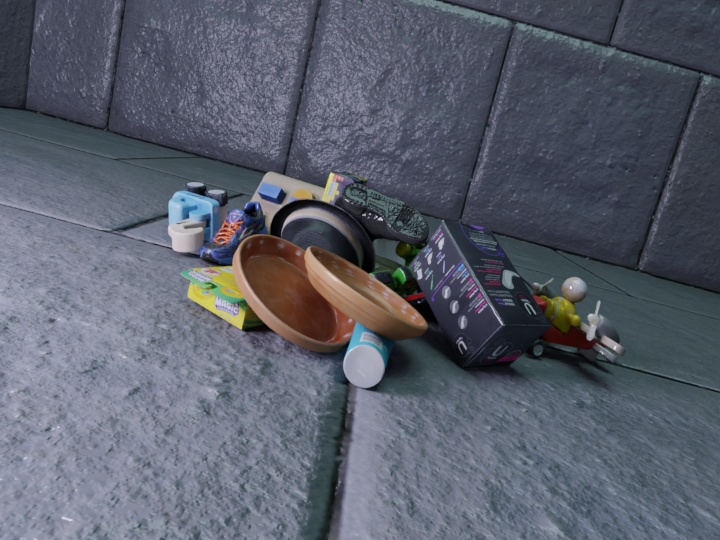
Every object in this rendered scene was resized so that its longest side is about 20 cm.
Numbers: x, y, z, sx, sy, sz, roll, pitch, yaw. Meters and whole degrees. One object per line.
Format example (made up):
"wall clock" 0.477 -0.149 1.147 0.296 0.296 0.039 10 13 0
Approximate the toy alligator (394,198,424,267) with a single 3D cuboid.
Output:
"toy alligator" 0.100 -0.075 1.101 0.059 0.053 0.205 36 39 -43

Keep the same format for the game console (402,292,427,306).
"game console" 0.167 0.091 1.018 0.169 0.123 0.198 -16 -6 32

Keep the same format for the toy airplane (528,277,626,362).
"toy airplane" 0.378 0.085 0.994 0.196 0.146 0.197 20 13 27

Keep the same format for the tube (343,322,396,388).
"tube" 0.016 0.095 0.744 0.078 0.050 0.200 51 12 -3

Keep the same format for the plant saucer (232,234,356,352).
"plant saucer" -0.090 0.033 0.769 0.198 0.032 0.202 35 25 -19

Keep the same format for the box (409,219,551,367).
"box" 0.181 0.036 0.872 0.119 0.107 0.203 5 46 -36

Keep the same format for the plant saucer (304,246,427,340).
"plant saucer" 0.003 0.036 0.769 0.197 0.038 0.200 33 9 -5

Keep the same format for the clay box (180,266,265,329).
"clay box" -0.158 0.034 0.811 0.113 0.049 0.198 24 16 28

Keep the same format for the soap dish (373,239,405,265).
"soap dish" 0.059 -0.046 1.196 0.080 0.163 0.197 0 -1 40

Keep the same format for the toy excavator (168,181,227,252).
"toy excavator" -0.337 -0.094 1.105 0.190 0.103 0.199 18 26 27

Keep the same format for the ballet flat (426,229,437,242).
"ballet flat" 0.156 -0.008 1.134 0.074 0.203 0.068 15 54 37

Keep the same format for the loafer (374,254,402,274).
"loafer" 0.000 0.000 1.042 0.195 0.070 0.075 18 -22 -26

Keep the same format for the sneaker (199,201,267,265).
"sneaker" -0.242 -0.074 1.057 0.073 0.081 0.201 10 29 13

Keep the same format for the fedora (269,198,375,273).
"fedora" -0.072 -0.016 0.933 0.194 0.204 0.093 15 42 3

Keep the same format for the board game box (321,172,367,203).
"board game box" -0.052 -0.098 1.155 0.055 0.206 0.165 20 13 5

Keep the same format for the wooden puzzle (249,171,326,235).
"wooden puzzle" -0.172 -0.120 1.183 0.181 0.204 0.047 19 -23 23

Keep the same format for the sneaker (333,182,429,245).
"sneaker" 0.025 -0.081 0.947 0.196 0.060 0.105 31 -28 16

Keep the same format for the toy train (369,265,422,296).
"toy train" 0.078 0.018 0.990 0.196 0.057 0.042 -9 57 -43
